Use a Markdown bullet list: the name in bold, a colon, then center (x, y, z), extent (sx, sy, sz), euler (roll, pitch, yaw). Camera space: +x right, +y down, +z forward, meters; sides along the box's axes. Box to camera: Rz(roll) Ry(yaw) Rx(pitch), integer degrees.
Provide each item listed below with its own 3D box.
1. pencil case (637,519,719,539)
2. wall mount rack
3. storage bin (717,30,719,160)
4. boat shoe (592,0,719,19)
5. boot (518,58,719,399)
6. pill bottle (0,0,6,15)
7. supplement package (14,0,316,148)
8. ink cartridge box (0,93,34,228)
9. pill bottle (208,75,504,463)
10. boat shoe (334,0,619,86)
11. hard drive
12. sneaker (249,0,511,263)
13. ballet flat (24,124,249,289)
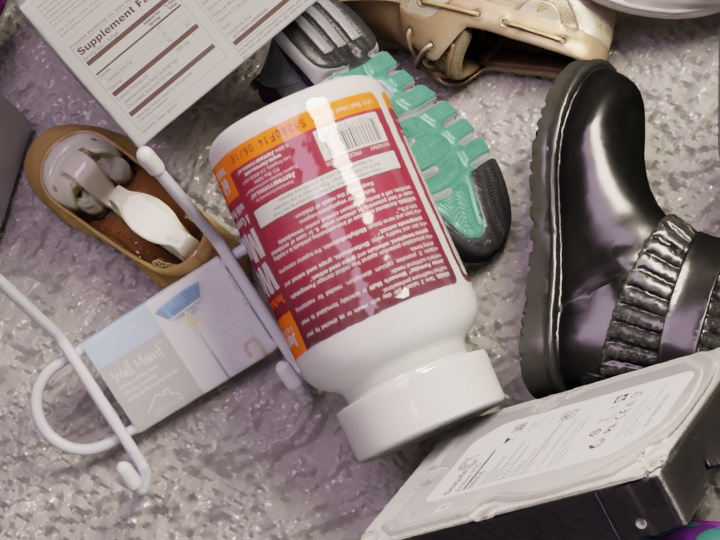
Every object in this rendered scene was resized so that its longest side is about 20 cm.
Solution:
- **pencil case**: center (0.190, 0.161, 1.329), extent (0.200, 0.085, 0.093), euler (0, 92, 22)
- **wall mount rack**: center (-0.125, 0.027, 1.491), extent (0.200, 0.075, 0.174), euler (-32, 98, 7)
- **storage bin**: center (0.313, -0.096, 1.383), extent (0.200, 0.146, 0.134), euler (14, 34, 28)
- **boat shoe**: center (0.222, -0.193, 1.479), extent (0.200, 0.069, 0.071), euler (-3, 65, 7)
- **boot**: center (0.179, -0.020, 1.426), extent (0.158, 0.079, 0.211), euler (-2, 75, 29)
- **pill bottle**: center (-0.276, -0.228, 1.703), extent (0.112, 0.112, 0.200), euler (10, 69, 26)
- **supplement package**: center (-0.121, -0.178, 1.554), extent (0.156, 0.111, 0.200), euler (-40, 15, -1)
- **ink cartridge box**: center (-0.314, -0.028, 1.635), extent (0.145, 0.084, 0.200), euler (3, 67, 25)
- **pill bottle**: center (0.000, 0.000, 1.442), extent (0.109, 0.110, 0.200), euler (-25, 83, 10)
- **boat shoe**: center (0.055, -0.149, 1.549), extent (0.200, 0.071, 0.065), euler (3, 66, 23)
- **hard drive**: center (0.105, 0.105, 1.344), extent (0.200, 0.038, 0.140), euler (-20, 16, 37)
- **sneaker**: center (0.012, -0.072, 1.546), extent (0.074, 0.088, 0.200), euler (-25, 69, -37)
- **ballet flat**: center (-0.147, -0.047, 1.587), extent (0.200, 0.063, 0.069), euler (33, 82, 32)
